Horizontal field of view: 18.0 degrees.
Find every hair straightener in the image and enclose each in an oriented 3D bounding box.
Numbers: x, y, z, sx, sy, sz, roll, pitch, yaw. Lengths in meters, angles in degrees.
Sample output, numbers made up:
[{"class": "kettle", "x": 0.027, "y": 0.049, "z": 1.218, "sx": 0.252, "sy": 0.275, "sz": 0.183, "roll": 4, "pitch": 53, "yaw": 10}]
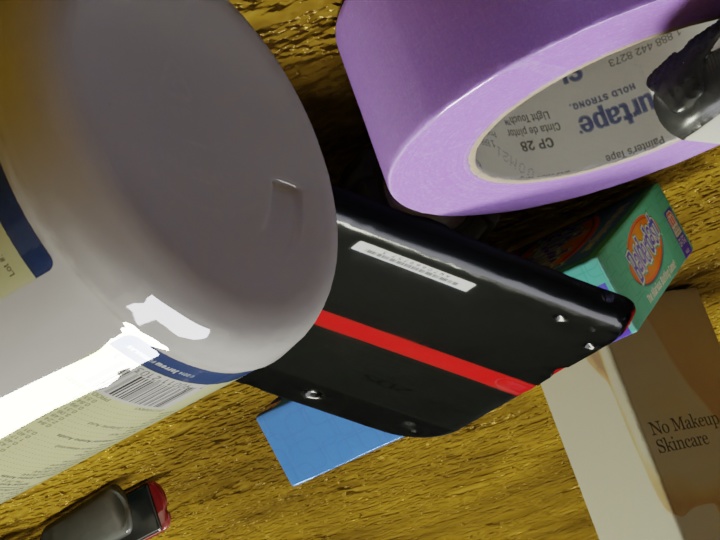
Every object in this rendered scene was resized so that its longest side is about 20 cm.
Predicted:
[{"class": "hair straightener", "x": -0.218, "y": 0.184, "z": 1.474, "sx": 0.200, "sy": 0.041, "sz": 0.077, "roll": -24, "pitch": 164, "yaw": 32}]

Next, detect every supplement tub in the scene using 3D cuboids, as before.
[{"class": "supplement tub", "x": -0.123, "y": -0.002, "z": 0.730, "sx": 0.200, "sy": 0.145, "sz": 0.145, "roll": -28, "pitch": 162, "yaw": 29}]

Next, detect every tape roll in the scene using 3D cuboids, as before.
[{"class": "tape roll", "x": 0.094, "y": -0.091, "z": 0.843, "sx": 0.200, "sy": 0.066, "sz": 0.200, "roll": -19, "pitch": 164, "yaw": -6}]

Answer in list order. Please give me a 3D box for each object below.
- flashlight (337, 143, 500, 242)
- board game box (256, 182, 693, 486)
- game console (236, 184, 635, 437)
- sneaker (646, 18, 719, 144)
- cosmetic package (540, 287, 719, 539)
[{"class": "flashlight", "x": 0.000, "y": 0.000, "z": 1.033, "sx": 0.068, "sy": 0.068, "sz": 0.200, "roll": -13, "pitch": 163, "yaw": -24}, {"class": "board game box", "x": 0.061, "y": 0.031, "z": 1.160, "sx": 0.200, "sy": 0.045, "sz": 0.152, "roll": -26, "pitch": -174, "yaw": 23}, {"class": "game console", "x": -0.010, "y": 0.012, "z": 0.961, "sx": 0.200, "sy": 0.031, "sz": 0.177, "roll": 20, "pitch": 151, "yaw": -21}, {"class": "sneaker", "x": 0.184, "y": -0.057, "z": 0.802, "sx": 0.200, "sy": 0.080, "sz": 0.074, "roll": -4, "pitch": 160, "yaw": -40}, {"class": "cosmetic package", "x": 0.192, "y": 0.117, "z": 1.415, "sx": 0.105, "sy": 0.200, "sz": 0.071, "roll": -7, "pitch": 160, "yaw": -40}]
